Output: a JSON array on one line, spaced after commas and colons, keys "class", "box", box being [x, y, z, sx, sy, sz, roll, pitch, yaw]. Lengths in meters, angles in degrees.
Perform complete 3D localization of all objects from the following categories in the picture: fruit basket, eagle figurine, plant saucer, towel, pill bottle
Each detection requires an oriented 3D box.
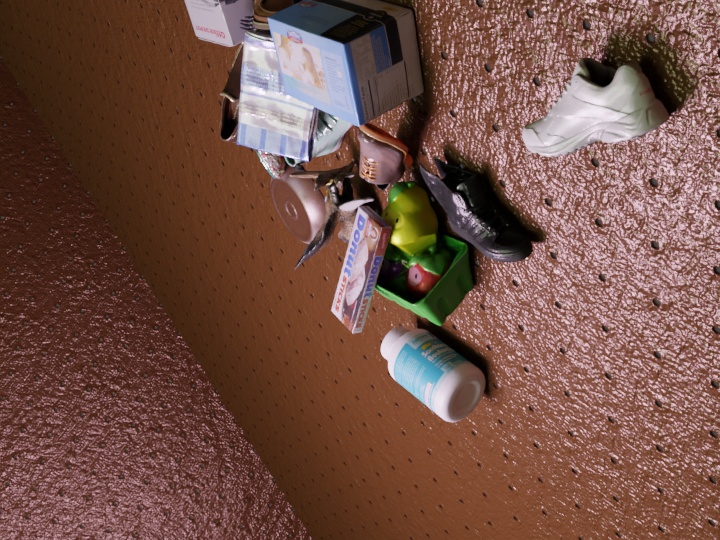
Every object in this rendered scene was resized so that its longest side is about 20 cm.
[{"class": "fruit basket", "box": [0.077, -0.035, 1.509, 0.215, 0.156, 0.216, 40, 166, 12]}, {"class": "eagle figurine", "box": [-0.042, -0.093, 1.659, 0.150, 0.151, 0.202, 8, 120, 13]}, {"class": "plant saucer", "box": [-0.131, -0.131, 1.898, 0.200, 0.036, 0.202, 44, 152, 31]}, {"class": "towel", "box": [-0.135, -0.287, 1.522, 0.145, 0.024, 0.202, 16, 117, 13]}, {"class": "pill bottle", "box": [0.125, 0.180, 1.682, 0.199, 0.110, 0.112, 35, 147, 40]}]

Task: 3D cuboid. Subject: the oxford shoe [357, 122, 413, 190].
[{"class": "oxford shoe", "box": [0.030, -0.168, 1.404, 0.071, 0.073, 0.200, 34, 180, 20]}]

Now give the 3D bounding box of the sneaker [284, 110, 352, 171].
[{"class": "sneaker", "box": [-0.077, -0.245, 1.567, 0.074, 0.117, 0.201, 52, 154, 15]}]

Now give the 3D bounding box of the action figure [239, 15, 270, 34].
[{"class": "action figure", "box": [-0.136, -0.366, 1.562, 0.199, 0.101, 0.120, 34, 135, 45]}]

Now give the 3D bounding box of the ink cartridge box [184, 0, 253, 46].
[{"class": "ink cartridge box", "box": [-0.260, -0.517, 1.640, 0.145, 0.083, 0.202, 27, 141, 48]}]

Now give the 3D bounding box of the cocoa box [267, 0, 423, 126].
[{"class": "cocoa box", "box": [-0.023, -0.320, 1.364, 0.199, 0.131, 0.135, 31, 144, 44]}]

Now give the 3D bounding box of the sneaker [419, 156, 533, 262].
[{"class": "sneaker", "box": [0.168, -0.092, 1.350, 0.199, 0.060, 0.105, 35, 152, 47]}]

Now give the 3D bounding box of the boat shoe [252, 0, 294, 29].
[{"class": "boat shoe", "box": [-0.143, -0.432, 1.481, 0.200, 0.071, 0.069, -127, 34, -60]}]

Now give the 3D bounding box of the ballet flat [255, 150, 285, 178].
[{"class": "ballet flat", "box": [-0.194, -0.279, 1.814, 0.063, 0.076, 0.201, -28, 98, 22]}]

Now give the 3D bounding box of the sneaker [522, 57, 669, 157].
[{"class": "sneaker", "box": [0.260, -0.193, 1.063, 0.199, 0.077, 0.101, -8, 105, 54]}]

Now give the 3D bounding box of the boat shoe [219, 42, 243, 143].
[{"class": "boat shoe", "box": [-0.223, -0.333, 1.721, 0.074, 0.075, 0.205, 23, 118, 26]}]

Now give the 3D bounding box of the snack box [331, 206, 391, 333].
[{"class": "snack box", "box": [0.000, 0.000, 1.514, 0.072, 0.024, 0.202, 44, 129, 43]}]
